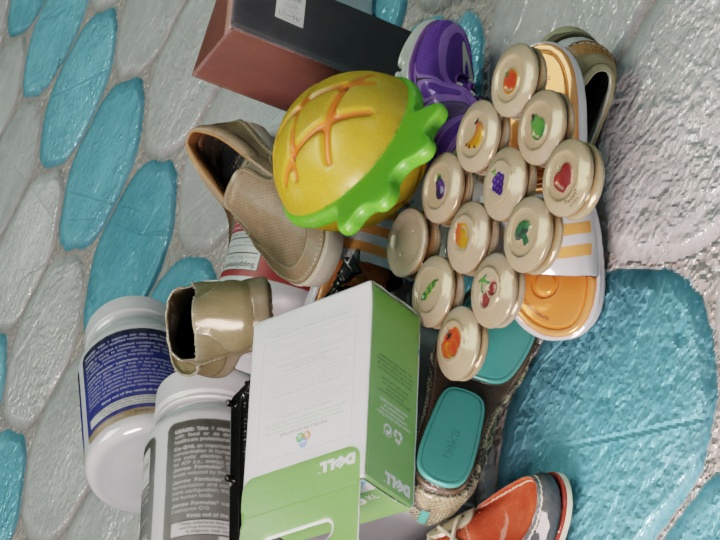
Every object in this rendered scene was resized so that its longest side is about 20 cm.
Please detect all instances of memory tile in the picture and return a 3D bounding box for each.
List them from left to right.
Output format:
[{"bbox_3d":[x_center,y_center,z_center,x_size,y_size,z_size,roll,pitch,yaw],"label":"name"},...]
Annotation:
[{"bbox_3d":[0.084,-0.039,1.303,0.201,0.017,0.154,-58,37,33],"label":"memory tile"}]

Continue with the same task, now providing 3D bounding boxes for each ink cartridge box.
[{"bbox_3d":[-0.020,0.117,1.295,0.103,0.059,0.201,-20,51,31],"label":"ink cartridge box"}]

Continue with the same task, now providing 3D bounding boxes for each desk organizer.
[{"bbox_3d":[-0.035,-0.174,1.627,0.077,0.199,0.072,-41,37,47],"label":"desk organizer"}]

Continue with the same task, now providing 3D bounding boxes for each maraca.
[{"bbox_3d":[0.000,-0.084,1.437,0.137,0.107,0.200,-54,23,-2],"label":"maraca"}]

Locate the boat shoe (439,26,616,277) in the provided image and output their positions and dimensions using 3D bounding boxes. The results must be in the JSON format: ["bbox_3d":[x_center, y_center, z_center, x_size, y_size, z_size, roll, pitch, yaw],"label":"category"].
[{"bbox_3d":[0.115,-0.077,1.403,0.201,0.074,0.068,-62,22,16],"label":"boat shoe"}]

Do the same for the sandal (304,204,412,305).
[{"bbox_3d":[0.007,0.002,1.550,0.059,0.079,0.208,22,98,59],"label":"sandal"}]

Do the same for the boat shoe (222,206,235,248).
[{"bbox_3d":[-0.082,-0.045,1.784,0.071,0.064,0.201,-39,56,33],"label":"boat shoe"}]

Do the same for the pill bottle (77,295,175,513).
[{"bbox_3d":[-0.207,0.121,1.845,0.116,0.115,0.201,-55,29,28],"label":"pill bottle"}]

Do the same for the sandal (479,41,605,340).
[{"bbox_3d":[0.115,-0.056,1.328,0.079,0.059,0.208,-9,80,29],"label":"sandal"}]

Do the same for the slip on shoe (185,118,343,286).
[{"bbox_3d":[-0.079,-0.057,1.554,0.076,0.060,0.200,-59,40,25],"label":"slip on shoe"}]

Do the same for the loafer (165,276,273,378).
[{"bbox_3d":[-0.123,0.041,1.541,0.200,0.067,0.077,145,125,-66],"label":"loafer"}]

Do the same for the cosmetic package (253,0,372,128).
[{"bbox_3d":[-0.043,-0.196,1.807,0.101,0.071,0.201,-42,37,45],"label":"cosmetic package"}]

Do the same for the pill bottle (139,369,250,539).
[{"bbox_3d":[-0.126,0.187,1.636,0.114,0.113,0.201,-45,35,41],"label":"pill bottle"}]

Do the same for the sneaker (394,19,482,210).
[{"bbox_3d":[0.082,-0.110,1.517,0.083,0.080,0.201,-28,55,36],"label":"sneaker"}]

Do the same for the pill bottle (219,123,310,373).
[{"bbox_3d":[-0.055,-0.012,1.647,0.112,0.112,0.201,-9,63,61],"label":"pill bottle"}]

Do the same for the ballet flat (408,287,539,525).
[{"bbox_3d":[0.071,0.089,1.356,0.075,0.067,0.201,109,-175,-55],"label":"ballet flat"}]

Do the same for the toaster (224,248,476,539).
[{"bbox_3d":[-0.008,0.126,1.443,0.200,0.118,0.182,-47,34,39],"label":"toaster"}]

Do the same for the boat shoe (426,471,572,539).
[{"bbox_3d":[0.066,0.198,1.310,0.200,0.062,0.071,-49,30,34],"label":"boat shoe"}]
